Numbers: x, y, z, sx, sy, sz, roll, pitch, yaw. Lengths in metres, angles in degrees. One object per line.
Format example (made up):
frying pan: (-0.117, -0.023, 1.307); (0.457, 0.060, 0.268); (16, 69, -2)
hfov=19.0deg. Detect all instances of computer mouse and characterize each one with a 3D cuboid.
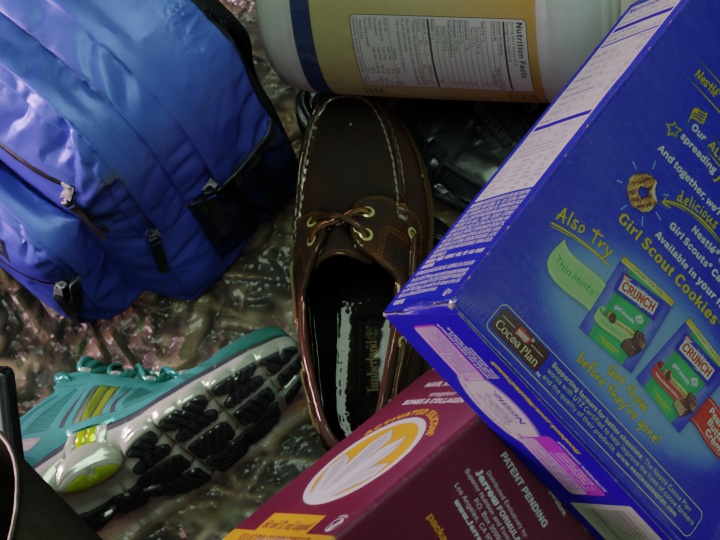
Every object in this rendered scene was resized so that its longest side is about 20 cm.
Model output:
computer mouse: (0.075, -0.091, 1.150); (0.199, 0.053, 0.139); (-36, 70, 4)

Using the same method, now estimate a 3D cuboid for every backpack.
backpack: (-0.130, -0.075, 1.081); (0.162, 0.200, 0.168); (34, 74, 17)

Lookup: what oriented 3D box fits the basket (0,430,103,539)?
basket: (-0.145, 0.193, 0.956); (0.136, 0.200, 0.181); (19, 72, 49)

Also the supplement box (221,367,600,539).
supplement box: (0.048, 0.102, 0.998); (0.200, 0.110, 0.086); (-38, 103, -25)

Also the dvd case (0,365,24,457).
dvd case: (-0.227, 0.150, 1.041); (0.141, 0.018, 0.202); (-4, 99, 5)

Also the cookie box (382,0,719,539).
cookie box: (0.136, 0.001, 0.947); (0.171, 0.075, 0.200); (46, 69, -16)

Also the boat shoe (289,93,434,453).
boat shoe: (0.000, 0.000, 1.087); (0.070, 0.070, 0.202); (-10, 75, 16)

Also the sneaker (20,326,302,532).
sneaker: (-0.123, 0.073, 1.089); (0.199, 0.078, 0.080); (-25, 58, -4)

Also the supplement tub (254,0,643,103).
supplement tub: (0.058, -0.157, 1.064); (0.198, 0.145, 0.146); (3, 68, 13)
